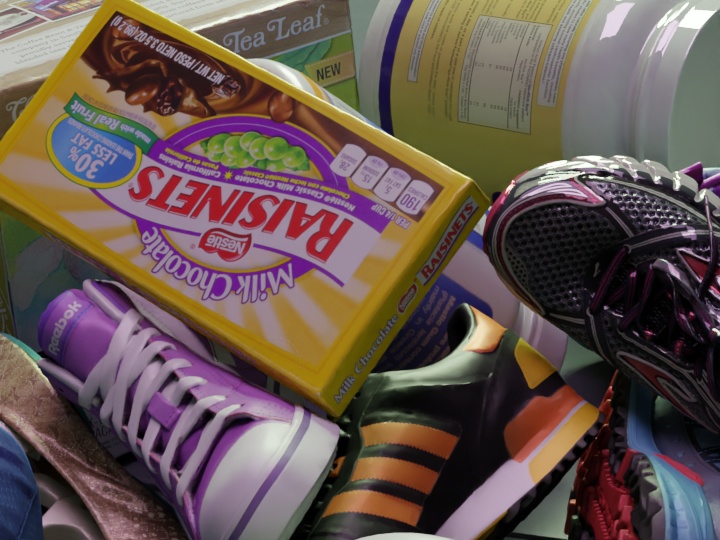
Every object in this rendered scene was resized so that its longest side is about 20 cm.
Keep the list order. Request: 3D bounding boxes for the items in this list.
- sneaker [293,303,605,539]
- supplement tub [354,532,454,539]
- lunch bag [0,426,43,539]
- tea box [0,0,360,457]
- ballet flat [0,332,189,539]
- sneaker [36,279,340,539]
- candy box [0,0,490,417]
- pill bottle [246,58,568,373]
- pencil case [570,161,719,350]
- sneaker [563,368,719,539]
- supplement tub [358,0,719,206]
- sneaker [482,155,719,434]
[{"bbox_3d":[0.004,0.088,0.958,0.200,0.070,0.090,-36,76,-33],"label":"sneaker"},{"bbox_3d":[-0.020,0.182,0.721,0.144,0.146,0.200,10,29,34],"label":"supplement tub"},{"bbox_3d":[-0.171,0.143,0.783,0.135,0.201,0.133,-1,26,0],"label":"lunch bag"},{"bbox_3d":[-0.112,-0.034,1.174,0.199,0.198,0.133,-22,27,-30],"label":"tea box"},{"bbox_3d":[-0.124,0.095,0.990,0.065,0.071,0.200,-26,48,-32],"label":"ballet flat"},{"bbox_3d":[-0.076,0.057,0.937,0.114,0.073,0.200,32,1,-12],"label":"sneaker"},{"bbox_3d":[-0.055,-0.030,0.960,0.199,0.026,0.103,29,80,33],"label":"candy box"},{"bbox_3d":[0.000,0.000,1.069,0.200,0.113,0.112,33,-6,-41],"label":"pill bottle"},{"bbox_3d":[0.136,-0.004,1.101,0.085,0.093,0.200,-28,6,-10],"label":"pencil case"},{"bbox_3d":[0.138,0.100,0.985,0.095,0.080,0.200,18,20,-5],"label":"sneaker"},{"bbox_3d":[0.114,-0.096,1.319,0.199,0.146,0.145,13,30,38],"label":"supplement tub"},{"bbox_3d":[0.138,0.020,0.956,0.199,0.081,0.075,28,20,10],"label":"sneaker"}]
